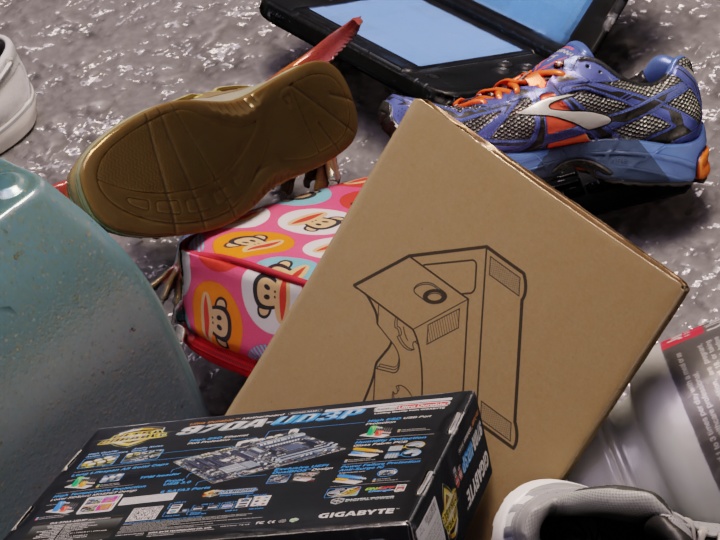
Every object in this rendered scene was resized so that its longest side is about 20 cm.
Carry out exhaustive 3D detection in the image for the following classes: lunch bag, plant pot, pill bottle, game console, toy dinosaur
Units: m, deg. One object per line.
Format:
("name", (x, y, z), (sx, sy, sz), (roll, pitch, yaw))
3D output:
("lunch bag", (0.000, 0.000, 1.441), (0.199, 0.082, 0.176), (-18, 26, -41))
("plant pot", (-0.219, 0.040, 1.394), (0.195, 0.201, 0.196), (24, 50, 37))
("pill bottle", (0.200, 0.073, 1.306), (0.199, 0.111, 0.111), (-24, 37, 8))
("game console", (0.062, -0.191, 1.662), (0.175, 0.117, 0.200), (-11, 29, -36))
("toy dinosaur", (-0.112, -0.067, 1.551), (0.181, 0.201, 0.105), (5, 11, -31))

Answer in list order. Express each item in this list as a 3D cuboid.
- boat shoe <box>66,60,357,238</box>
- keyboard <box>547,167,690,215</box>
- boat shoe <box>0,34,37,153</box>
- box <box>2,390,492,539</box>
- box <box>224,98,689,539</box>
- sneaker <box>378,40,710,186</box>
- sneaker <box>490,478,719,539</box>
("boat shoe", (-0.087, -0.059, 1.443), (0.199, 0.074, 0.066), (-20, 3, -44))
("keyboard", (0.090, -0.066, 1.578), (0.199, 0.040, 0.104), (-13, 39, -3))
("boat shoe", (-0.282, -0.078, 1.662), (0.200, 0.069, 0.072), (-36, 44, -28))
("box", (-0.051, 0.111, 1.222), (0.199, 0.046, 0.159), (-7, 16, 15))
("box", (0.041, 0.044, 1.293), (0.163, 0.201, 0.021), (36, 14, 16))
("sneaker", (0.104, -0.091, 1.508), (0.199, 0.079, 0.075), (0, 10, -20))
("sneaker", (0.159, 0.142, 1.207), (0.199, 0.116, 0.076), (12, 82, 0))
